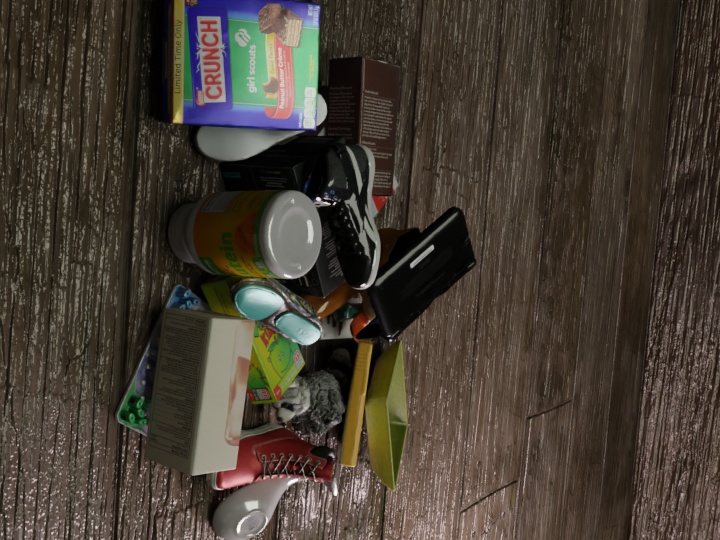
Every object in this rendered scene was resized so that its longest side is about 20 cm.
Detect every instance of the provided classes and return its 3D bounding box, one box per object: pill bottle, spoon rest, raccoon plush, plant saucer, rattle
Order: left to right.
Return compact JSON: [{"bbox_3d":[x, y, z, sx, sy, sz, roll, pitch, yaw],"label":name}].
[{"bbox_3d":[-0.158,-0.048,1.131,0.110,0.198,0.113,-4,95,-53],"label":"pill bottle"},{"bbox_3d":[-0.136,0.355,1.327,0.198,0.061,0.100,-18,127,-20],"label":"spoon rest"},{"bbox_3d":[-0.093,0.174,1.400,0.134,0.096,0.201,54,26,-30],"label":"raccoon plush"},{"bbox_3d":[0.025,0.045,1.479,0.129,0.143,0.202,32,73,-12],"label":"rattle"},{"bbox_3d":[0.046,0.260,1.560,0.200,0.047,0.202,-70,157,-62],"label":"plant saucer"}]

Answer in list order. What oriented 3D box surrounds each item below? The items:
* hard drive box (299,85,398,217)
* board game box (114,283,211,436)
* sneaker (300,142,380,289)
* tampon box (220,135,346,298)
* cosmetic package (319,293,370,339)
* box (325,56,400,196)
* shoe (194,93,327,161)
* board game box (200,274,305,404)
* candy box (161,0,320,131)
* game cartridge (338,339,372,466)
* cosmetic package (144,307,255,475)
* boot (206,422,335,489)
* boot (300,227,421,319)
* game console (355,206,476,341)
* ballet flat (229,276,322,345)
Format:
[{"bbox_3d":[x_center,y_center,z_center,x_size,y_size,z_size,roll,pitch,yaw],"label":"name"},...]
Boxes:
[{"bbox_3d":[-0.032,-0.176,1.402,0.156,0.076,0.201,-54,136,-33],"label":"hard drive box"},{"bbox_3d":[-0.233,0.153,1.216,0.200,0.026,0.202,45,60,-49],"label":"board game box"},{"bbox_3d":[-0.035,-0.073,1.171,0.111,0.072,0.203,-5,92,-49],"label":"sneaker"},{"bbox_3d":[-0.092,-0.083,1.267,0.126,0.148,0.202,-38,126,-43],"label":"tampon box"},{"bbox_3d":[-0.021,0.074,1.484,0.199,0.050,0.084,3,95,-55],"label":"cosmetic package"},{"bbox_3d":[0.001,-0.218,1.314,0.100,0.074,0.203,-3,100,-53],"label":"box"},{"bbox_3d":[-0.150,-0.207,1.236,0.198,0.091,0.072,-22,104,-19],"label":"shoe"},{"bbox_3d":[-0.154,0.082,1.257,0.102,0.047,0.202,-52,128,-54],"label":"board game box"},{"bbox_3d":[-0.158,-0.274,1.132,0.197,0.077,0.172,-1,99,-22],"label":"candy box"},{"bbox_3d":[-0.005,0.221,1.472,0.176,0.032,0.203,73,27,-87],"label":"game cartridge"},{"bbox_3d":[-0.213,0.157,1.137,0.087,0.102,0.203,9,90,-54],"label":"cosmetic package"},{"bbox_3d":[-0.123,0.289,1.273,0.199,0.143,0.073,-12,115,-61],"label":"boot"},{"bbox_3d":[0.001,0.000,1.345,0.201,0.143,0.071,-47,110,-26],"label":"boot"},{"bbox_3d":[0.071,0.007,1.322,0.200,0.116,0.177,-40,133,-22],"label":"game console"},{"bbox_3d":[-0.126,0.044,1.216,0.200,0.071,0.073,41,63,-51],"label":"ballet flat"}]
